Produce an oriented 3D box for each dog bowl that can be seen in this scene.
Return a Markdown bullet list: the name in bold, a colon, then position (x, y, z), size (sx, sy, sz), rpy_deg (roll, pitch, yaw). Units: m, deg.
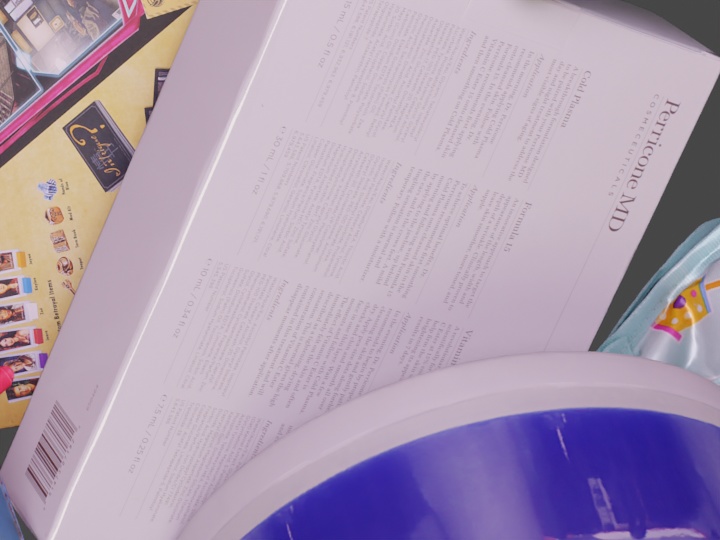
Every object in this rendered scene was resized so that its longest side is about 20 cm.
- **dog bowl**: position (0.042, 0.118, 0.841), size (0.199, 0.079, 0.201), rpy_deg (-10, 140, -9)

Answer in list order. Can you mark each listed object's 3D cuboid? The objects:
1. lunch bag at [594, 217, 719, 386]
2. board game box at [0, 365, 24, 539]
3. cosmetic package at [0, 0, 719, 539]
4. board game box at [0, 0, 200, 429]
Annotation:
- **lunch bag**: position (0.187, 0.045, 0.926), size (0.200, 0.122, 0.171), rpy_deg (-35, 118, 7)
- **board game box**: position (-0.141, -0.004, 0.814), size (0.039, 0.158, 0.200), rpy_deg (-41, 149, -20)
- **cosmetic package**: position (0.000, 0.000, 0.848), size (0.150, 0.052, 0.201), rpy_deg (17, 106, -31)
- **board game box**: position (-0.089, -0.051, 0.857), size (0.135, 0.035, 0.201), rpy_deg (-9, 119, -1)
